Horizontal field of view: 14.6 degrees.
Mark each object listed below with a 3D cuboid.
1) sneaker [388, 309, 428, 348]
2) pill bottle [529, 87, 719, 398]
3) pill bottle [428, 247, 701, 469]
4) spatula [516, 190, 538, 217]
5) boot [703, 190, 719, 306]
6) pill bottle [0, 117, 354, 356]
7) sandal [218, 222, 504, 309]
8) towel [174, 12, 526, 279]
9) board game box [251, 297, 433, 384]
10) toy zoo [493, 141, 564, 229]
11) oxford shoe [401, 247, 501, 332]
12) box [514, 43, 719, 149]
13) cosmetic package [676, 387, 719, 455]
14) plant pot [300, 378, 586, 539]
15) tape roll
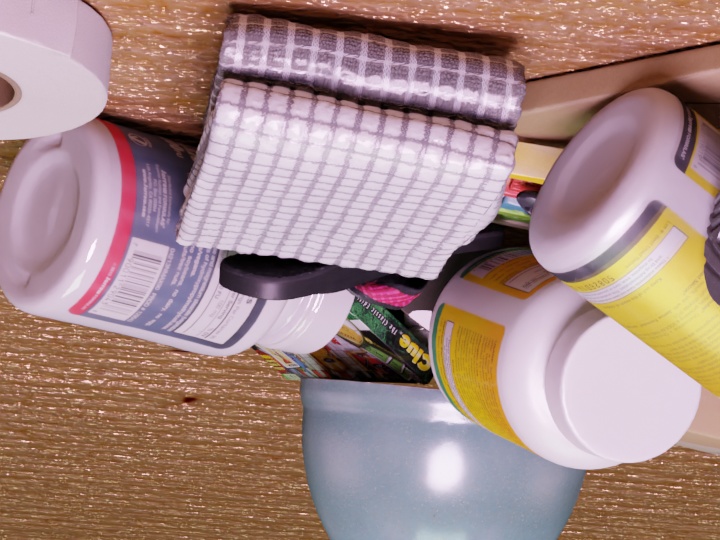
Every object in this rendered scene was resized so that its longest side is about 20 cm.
[{"bbox_3d":[0.070,0.036,1.844,0.199,0.075,0.088,0,161,27],"label":"sneaker"},{"bbox_3d":[0.194,0.002,1.477,0.200,0.112,0.112,36,153,-20],"label":"pill bottle"},{"bbox_3d":[0.119,0.052,1.613,0.112,0.114,0.200,8,-177,-18],"label":"pill bottle"},{"bbox_3d":[0.144,-0.014,1.644,0.056,0.021,0.200,8,171,35],"label":"spatula"},{"bbox_3d":[0.279,-0.037,1.432,0.199,0.166,0.066,16,-171,-40],"label":"boot"},{"bbox_3d":[-0.105,-0.013,1.669,0.199,0.120,0.119,15,161,-37],"label":"pill bottle"},{"bbox_3d":[0.000,0.000,1.643,0.199,0.045,0.075,-15,-158,-39],"label":"sandal"},{"bbox_3d":[-0.007,-0.067,1.506,0.164,0.086,0.200,8,163,-6],"label":"towel"},{"bbox_3d":[-0.034,0.035,1.869,0.105,0.023,0.200,45,159,-20],"label":"board game box"},{"bbox_3d":[0.134,-0.042,1.619,0.130,0.021,0.200,11,172,1],"label":"toy zoo"},{"bbox_3d":[0.078,0.018,1.772,0.199,0.072,0.071,33,-179,-9],"label":"oxford shoe"},{"bbox_3d":[0.194,-0.082,1.531,0.199,0.021,0.163,-8,160,40],"label":"box"},{"bbox_3d":[0.244,0.080,1.720,0.199,0.072,0.105,14,173,-16],"label":"cosmetic package"},{"bbox_3d":[0.053,0.147,1.853,0.199,0.135,0.200,5,176,0],"label":"plant pot"},{"bbox_3d":[-0.229,-0.115,1.482,0.201,0.037,0.203,4,165,1],"label":"tape roll"}]
